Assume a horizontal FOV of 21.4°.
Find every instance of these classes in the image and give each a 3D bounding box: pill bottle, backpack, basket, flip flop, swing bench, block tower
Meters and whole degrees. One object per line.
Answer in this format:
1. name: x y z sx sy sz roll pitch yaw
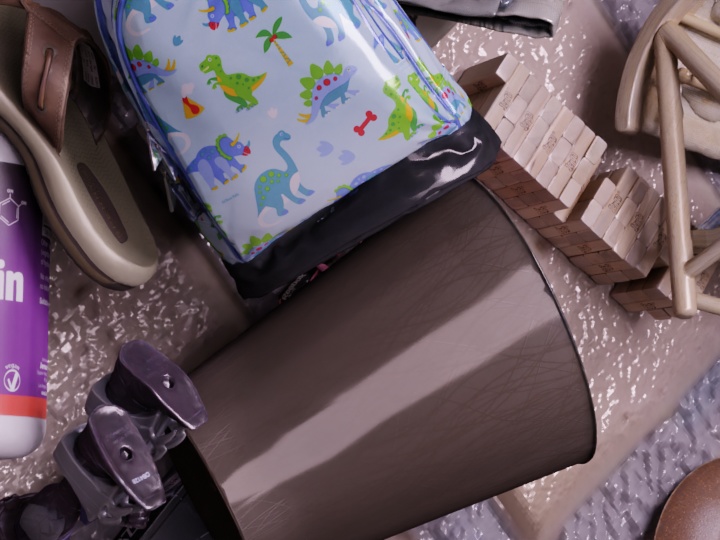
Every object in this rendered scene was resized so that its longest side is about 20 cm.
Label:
1. pill bottle: -0.215 -0.005 0.973 0.112 0.112 0.202 3 83 -28
2. backpack: -0.046 -0.102 0.943 0.162 0.154 0.201 -28 92 10
3. basket: 0.002 0.070 1.012 0.199 0.136 0.182 -27 110 -16
4. flip flop: -0.148 -0.085 0.941 0.201 0.057 0.081 62 26 -5
5. swing bench: 0.276 -0.069 1.208 0.198 0.130 0.201 14 49 -39
6. block tower: 0.137 -0.049 1.203 0.200 0.054 0.058 41 67 -18

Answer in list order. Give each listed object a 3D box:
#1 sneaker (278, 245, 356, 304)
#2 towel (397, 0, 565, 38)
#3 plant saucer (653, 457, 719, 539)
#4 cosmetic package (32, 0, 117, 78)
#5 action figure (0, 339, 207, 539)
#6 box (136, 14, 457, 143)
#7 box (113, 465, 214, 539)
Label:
1. sneaker: 0.000 0.000 1.119 0.095 0.079 0.202 4 82 -17
2. towel: 0.041 -0.229 1.102 0.191 0.035 0.201 10 59 6
3. plant saucer: 0.276 0.214 1.235 0.199 0.037 0.202 14 64 -30
4. cosmetic package: -0.155 -0.187 1.008 0.199 0.090 0.107 31 105 -12
5. action figure: -0.151 0.122 0.955 0.069 0.200 0.130 46 44 2
6. box: -0.030 -0.120 1.111 0.082 0.068 0.200 50 65 -15
7. box: -0.074 0.229 1.065 0.200 0.043 0.160 47 66 -16
